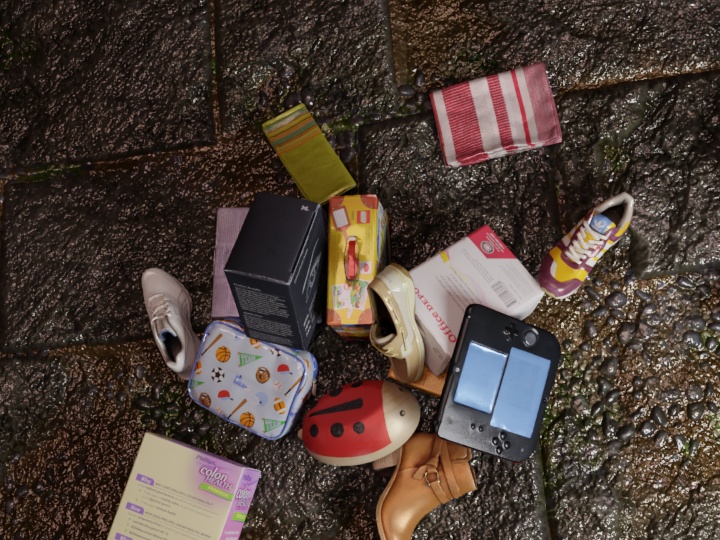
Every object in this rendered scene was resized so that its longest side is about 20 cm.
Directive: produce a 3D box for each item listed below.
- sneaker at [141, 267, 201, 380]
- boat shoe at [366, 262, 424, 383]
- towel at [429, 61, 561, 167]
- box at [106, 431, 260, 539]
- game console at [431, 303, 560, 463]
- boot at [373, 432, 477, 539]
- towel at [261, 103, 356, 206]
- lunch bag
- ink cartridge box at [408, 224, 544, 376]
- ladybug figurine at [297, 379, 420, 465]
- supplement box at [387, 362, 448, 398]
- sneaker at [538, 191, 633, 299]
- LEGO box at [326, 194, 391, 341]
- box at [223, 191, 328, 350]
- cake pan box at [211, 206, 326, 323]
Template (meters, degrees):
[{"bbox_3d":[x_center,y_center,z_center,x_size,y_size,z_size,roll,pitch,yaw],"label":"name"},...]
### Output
[{"bbox_3d":[-0.314,0.080,1.703,0.074,0.087,0.201,-29,71,5],"label":"sneaker"},{"bbox_3d":[0.045,0.087,1.514,0.066,0.202,0.074,-28,33,-29],"label":"boat shoe"},{"bbox_3d":[0.223,-0.258,1.713,0.198,0.023,0.146,-13,73,8],"label":"towel"},{"bbox_3d":[-0.278,0.379,1.615,0.174,0.097,0.202,16,81,15],"label":"box"},{"bbox_3d":[0.202,0.167,1.509,0.176,0.031,0.202,22,80,-28],"label":"game console"},{"bbox_3d":[0.102,0.342,1.555,0.153,0.074,0.202,-10,71,13],"label":"boot"},{"bbox_3d":[-0.089,-0.195,1.738,0.086,0.018,0.201,-31,61,-3],"label":"towel"},{"bbox_3d":[-0.167,0.167,1.642,0.198,0.075,0.162,23,97,15],"label":"lunch bag"},{"bbox_3d":[0.157,0.043,1.580,0.199,0.086,0.148,-30,71,-23],"label":"ink cartridge box"},{"bbox_3d":[-0.008,0.228,1.592,0.198,0.072,0.137,-18,47,13],"label":"ladybug figurine"},{"bbox_3d":[0.146,0.171,1.598,0.198,0.067,0.069,16,80,14],"label":"supplement box"},{"bbox_3d":[0.342,-0.044,1.570,0.075,0.090,0.200,37,64,15],"label":"sneaker"},{"bbox_3d":[0.000,0.000,1.626,0.076,0.149,0.202,-2,76,11],"label":"LEGO box"},{"bbox_3d":[-0.118,0.003,1.552,0.103,0.201,0.149,12,57,13],"label":"box"},{"bbox_3d":[-0.151,-0.013,1.712,0.182,0.052,0.202,-2,76,9],"label":"cake pan box"}]
